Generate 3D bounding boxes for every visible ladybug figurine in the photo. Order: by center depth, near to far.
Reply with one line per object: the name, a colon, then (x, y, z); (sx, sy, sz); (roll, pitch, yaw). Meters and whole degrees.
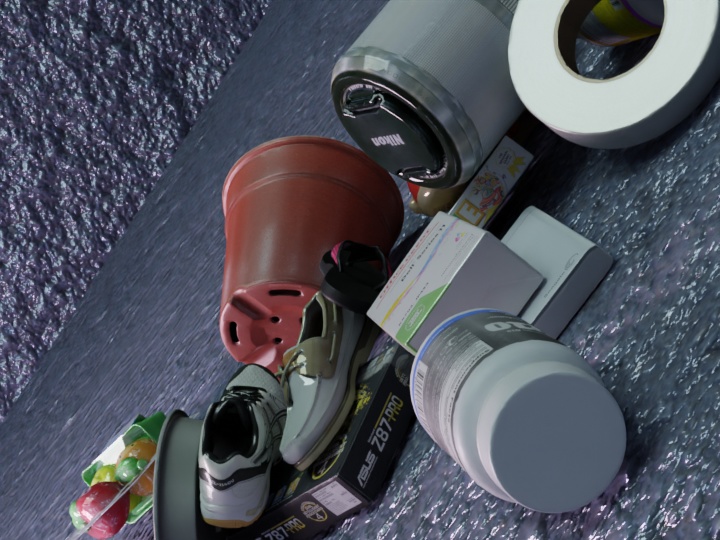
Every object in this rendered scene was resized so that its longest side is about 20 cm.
ladybug figurine: (0.112, -0.138, 1.850); (0.200, 0.072, 0.136); (-46, -13, -9)

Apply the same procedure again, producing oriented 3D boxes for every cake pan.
cake pan: (-0.151, 0.229, 1.746); (0.036, 0.202, 0.201); (-4, 29, 8)

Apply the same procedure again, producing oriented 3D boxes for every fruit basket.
fruit basket: (-0.287, 0.253, 2.184); (0.185, 0.094, 0.200); (-42, -1, 37)

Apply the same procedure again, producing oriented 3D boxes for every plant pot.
plant pot: (-0.060, -0.001, 1.958); (0.201, 0.200, 0.196); (-42, 26, 36)

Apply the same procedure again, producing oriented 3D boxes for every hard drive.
hard drive: (0.137, 0.018, 1.583); (0.132, 0.027, 0.200); (-53, 15, 3)

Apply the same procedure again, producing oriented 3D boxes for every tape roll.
tape roll: (0.219, -0.203, 1.593); (0.201, 0.037, 0.205); (-13, 66, 31)

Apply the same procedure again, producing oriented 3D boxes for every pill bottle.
pill bottle: (0.109, 0.097, 1.311); (0.114, 0.113, 0.200); (-53, 15, 0)
pill bottle: (0.247, -0.266, 1.743); (0.105, 0.104, 0.200); (-56, 15, -11)

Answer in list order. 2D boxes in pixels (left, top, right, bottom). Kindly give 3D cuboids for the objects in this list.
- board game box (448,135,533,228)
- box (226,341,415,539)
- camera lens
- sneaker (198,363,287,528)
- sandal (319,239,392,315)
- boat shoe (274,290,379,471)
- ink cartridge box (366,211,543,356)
board game box: (0.088, -0.030, 1.759); (0.201, 0.034, 0.134); (-54, -3, -1)
box: (-0.028, 0.169, 1.707); (0.200, 0.049, 0.162); (-36, 19, 49)
camera lens: (0.081, -0.188, 1.715); (0.200, 0.160, 0.160); (-51, 13, -23)
sneaker: (-0.104, 0.139, 1.708); (0.201, 0.075, 0.088); (-84, -9, -54)
sandal: (0.000, 0.000, 1.777); (0.200, 0.075, 0.045); (-85, 16, -81)
boat shoe: (-0.043, 0.097, 1.690); (0.075, 0.068, 0.201); (-42, 16, 34)
ink cartridge box: (0.072, 0.019, 1.596); (0.117, 0.067, 0.200); (-54, 13, -1)
